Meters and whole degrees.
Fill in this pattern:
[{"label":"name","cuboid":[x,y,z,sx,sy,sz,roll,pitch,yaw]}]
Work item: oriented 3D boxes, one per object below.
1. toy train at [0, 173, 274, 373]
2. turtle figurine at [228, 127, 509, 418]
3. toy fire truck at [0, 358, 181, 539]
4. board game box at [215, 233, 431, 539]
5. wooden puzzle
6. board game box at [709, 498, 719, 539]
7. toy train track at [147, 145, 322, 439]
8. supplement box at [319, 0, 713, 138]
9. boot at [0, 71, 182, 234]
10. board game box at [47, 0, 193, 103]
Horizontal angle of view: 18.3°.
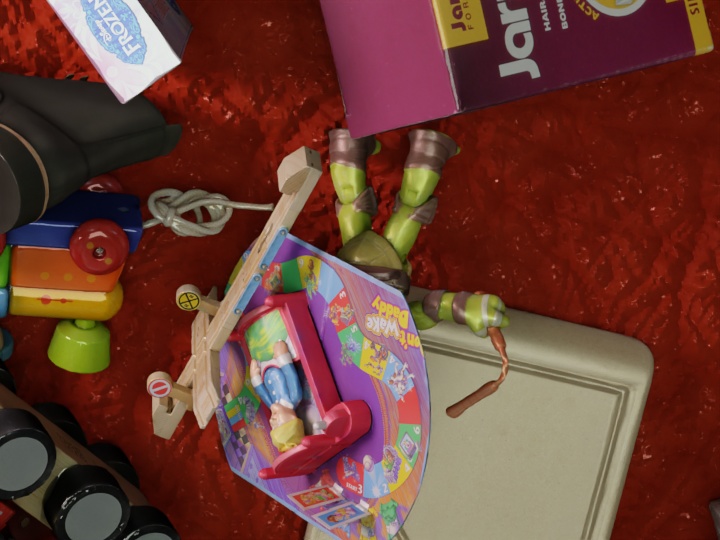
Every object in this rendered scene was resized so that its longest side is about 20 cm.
[{"label":"toy train","cuboid":[-0.155,0.009,1.318,0.198,0.085,0.117,4,115,-10]},{"label":"turtle figurine","cuboid":[0.000,0.000,1.304,0.199,0.064,0.163,-1,79,38]},{"label":"toy fire truck","cuboid":[-0.234,0.163,1.303,0.200,0.129,0.176,-46,130,1]},{"label":"board game box","cuboid":[-0.039,0.069,1.276,0.039,0.199,0.159,-6,113,-40]},{"label":"wooden puzzle","cuboid":[0.069,0.121,1.371,0.184,0.037,0.202,13,94,-5]},{"label":"board game box","cuboid":[0.322,0.154,1.333,0.199,0.148,0.065,-17,100,0]},{"label":"toy train track","cuboid":[-0.081,0.012,1.282,0.032,0.115,0.201,22,118,-18]},{"label":"supplement box","cuboid":[0.082,-0.159,1.231,0.199,0.103,0.132,-17,96,-36]},{"label":"boot","cuboid":[-0.216,-0.096,1.299,0.200,0.138,0.078,37,128,25]},{"label":"board game box","cuboid":[-0.166,-0.193,1.213,0.041,0.200,0.200,-35,100,5]}]
